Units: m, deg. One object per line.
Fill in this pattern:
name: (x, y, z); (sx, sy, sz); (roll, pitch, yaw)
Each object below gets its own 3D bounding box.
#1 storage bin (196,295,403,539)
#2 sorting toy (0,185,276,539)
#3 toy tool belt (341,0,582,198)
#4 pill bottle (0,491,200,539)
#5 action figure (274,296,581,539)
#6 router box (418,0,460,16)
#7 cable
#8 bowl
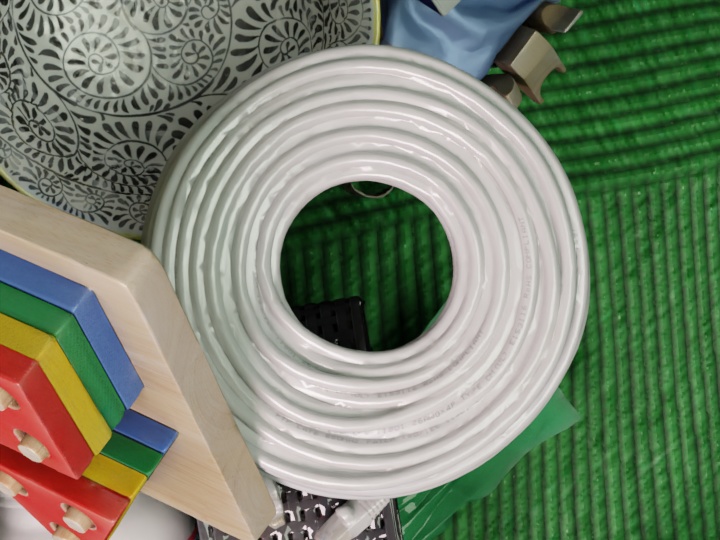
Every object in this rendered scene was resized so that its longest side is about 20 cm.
storage bin: (-0.027, 0.118, 0.993); (0.094, 0.135, 0.200); (-8, 89, 1)
sorting toy: (-0.154, 0.042, 0.839); (0.070, 0.200, 0.199); (-55, 151, -25)
toy tool belt: (0.046, -0.129, 1.032); (0.125, 0.123, 0.200); (35, 82, -28)
pill bottle: (-0.125, 0.166, 0.997); (0.109, 0.109, 0.200); (-20, 106, -24)
action figure: (0.015, 0.110, 1.093); (0.200, 0.055, 0.118); (-45, 117, -7)
router box: (0.042, -0.246, 0.921); (0.180, 0.049, 0.200); (-45, 132, -4)
cable: (0.000, 0.000, 0.892); (0.200, 0.069, 0.200); (-34, 88, -1)
bowl: (-0.095, -0.118, 0.962); (0.200, 0.094, 0.201); (-1, 98, -5)
